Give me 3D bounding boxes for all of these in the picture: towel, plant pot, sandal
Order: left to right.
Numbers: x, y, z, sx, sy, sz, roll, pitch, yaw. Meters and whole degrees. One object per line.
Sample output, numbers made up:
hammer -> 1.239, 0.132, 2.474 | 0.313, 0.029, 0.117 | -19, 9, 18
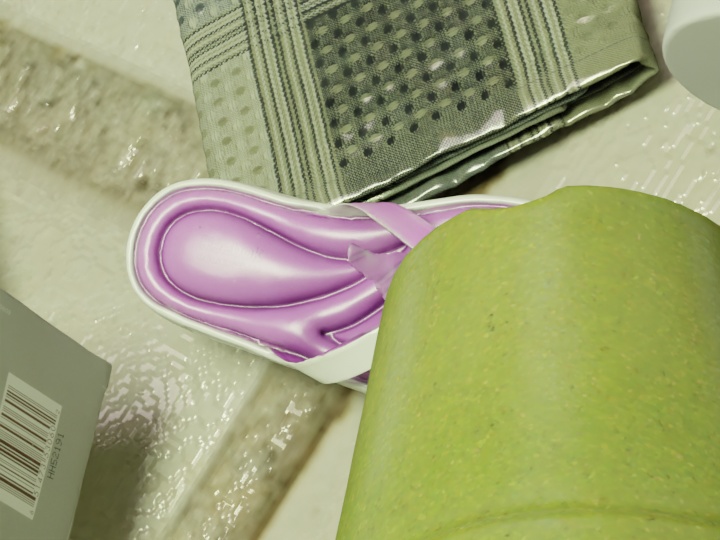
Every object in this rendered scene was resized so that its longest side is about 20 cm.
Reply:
sandal -> -0.001, 0.008, 0.885 | 0.202, 0.050, 0.083 | 5, 85, 22
towel -> 0.013, -0.108, 0.977 | 0.192, 0.035, 0.201 | -24, 53, 15
plant pot -> 0.069, 0.083, 0.749 | 0.200, 0.201, 0.185 | -19, 45, 22

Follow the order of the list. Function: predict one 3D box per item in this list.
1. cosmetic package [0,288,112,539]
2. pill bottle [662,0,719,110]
cosmetic package -> -0.207, 0.069, 0.914 | 0.199, 0.090, 0.107 | -3, 63, 33
pill bottle -> 0.172, -0.157, 0.844 | 0.119, 0.120, 0.201 | 4, 67, 33
